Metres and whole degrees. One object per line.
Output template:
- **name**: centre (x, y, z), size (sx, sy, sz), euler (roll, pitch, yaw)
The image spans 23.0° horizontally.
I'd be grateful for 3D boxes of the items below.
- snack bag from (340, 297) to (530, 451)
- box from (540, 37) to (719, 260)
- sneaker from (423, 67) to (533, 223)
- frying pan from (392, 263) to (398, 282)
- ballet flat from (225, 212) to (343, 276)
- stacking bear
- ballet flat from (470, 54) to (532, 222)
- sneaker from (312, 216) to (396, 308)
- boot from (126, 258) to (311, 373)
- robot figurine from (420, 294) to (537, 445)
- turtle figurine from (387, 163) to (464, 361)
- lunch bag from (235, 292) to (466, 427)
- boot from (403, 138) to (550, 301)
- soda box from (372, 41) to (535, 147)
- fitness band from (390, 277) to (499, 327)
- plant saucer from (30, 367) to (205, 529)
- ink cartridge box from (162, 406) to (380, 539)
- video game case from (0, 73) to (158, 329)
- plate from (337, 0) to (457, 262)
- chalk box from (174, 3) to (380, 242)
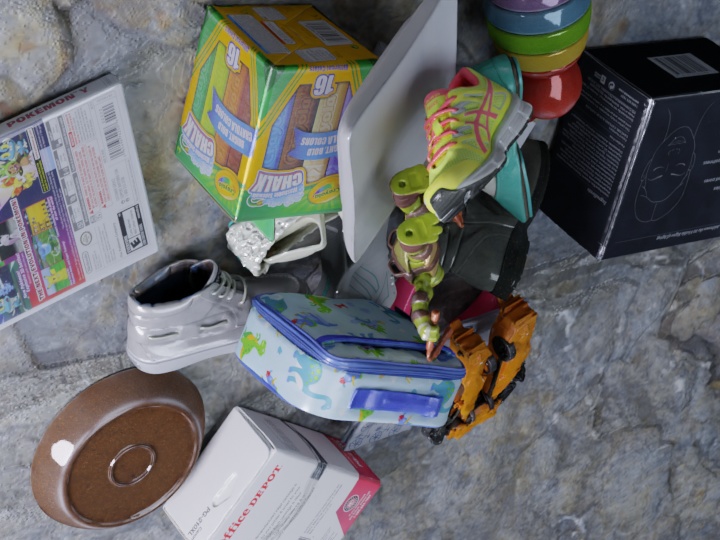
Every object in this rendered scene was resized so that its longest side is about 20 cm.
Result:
- **snack bag**: centre (0.085, 0.117, 1.964), size (0.199, 0.021, 0.189), euler (-17, 149, -42)
- **box**: centre (0.323, -0.136, 1.937), size (0.198, 0.124, 0.198), euler (-10, 127, -35)
- **sneaker**: centre (0.086, -0.117, 1.591), size (0.078, 0.090, 0.200), euler (-44, -171, 34)
- **frying pan**: centre (-0.009, 0.048, 1.882), size (0.189, 0.031, 0.116), euler (-8, 126, -40)
- **ballet flat**: centre (-0.035, -0.056, 1.705), size (0.199, 0.072, 0.072), euler (-30, 140, 9)
- **stacking bear**: centre (0.173, -0.238, 1.726), size (0.121, 0.114, 0.201), euler (-30, 134, -18)
- **ballet flat**: centre (0.128, -0.125, 1.741), size (0.070, 0.068, 0.201), euler (-12, 133, -2)
- **sneaker**: centre (0.000, 0.000, 1.813), size (0.079, 0.071, 0.202), euler (-4, 126, -32)
- **boot**: centre (-0.135, 0.028, 1.720), size (0.198, 0.074, 0.096), euler (-22, 141, -24)
- **robot figurine**: centre (0.125, 0.110, 1.911), size (0.144, 0.058, 0.201), euler (-29, 155, -27)
- **turtle figurine**: centre (0.057, -0.031, 1.665), size (0.064, 0.202, 0.162), euler (4, 152, 10)
- **lunch bag**: centre (-0.006, 0.087, 1.704), size (0.198, 0.160, 0.083), euler (8, 110, -40)
- **boot**: centre (0.119, -0.074, 1.841), size (0.129, 0.202, 0.068), euler (21, 149, -6)
- **soda box**: centre (0.082, -0.159, 1.761), size (0.199, 0.064, 0.069), euler (17, 111, -46)
- **fitness band**: centre (0.096, 0.027, 1.921), size (0.199, 0.037, 0.144), euler (4, 121, -57)
- **plant saucer**: centre (-0.238, 0.190, 1.797), size (0.199, 0.034, 0.202), euler (-24, 135, -26)
- **ink cartridge box**: centre (-0.094, 0.244, 1.920), size (0.145, 0.084, 0.199), euler (-54, 141, 9)
- **video game case**: centre (-0.277, -0.057, 1.572), size (0.181, 0.023, 0.201), euler (-28, 137, -21)
- **plate**: centre (0.029, -0.137, 1.594), size (0.201, 0.032, 0.200), euler (-57, 161, -27)
- **chalk box**: centre (-0.083, -0.125, 1.603), size (0.123, 0.124, 0.202), euler (-7, 125, -37)
